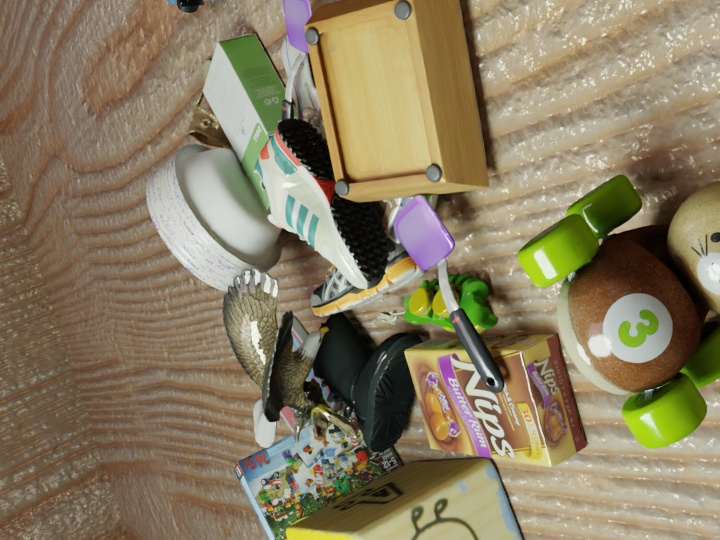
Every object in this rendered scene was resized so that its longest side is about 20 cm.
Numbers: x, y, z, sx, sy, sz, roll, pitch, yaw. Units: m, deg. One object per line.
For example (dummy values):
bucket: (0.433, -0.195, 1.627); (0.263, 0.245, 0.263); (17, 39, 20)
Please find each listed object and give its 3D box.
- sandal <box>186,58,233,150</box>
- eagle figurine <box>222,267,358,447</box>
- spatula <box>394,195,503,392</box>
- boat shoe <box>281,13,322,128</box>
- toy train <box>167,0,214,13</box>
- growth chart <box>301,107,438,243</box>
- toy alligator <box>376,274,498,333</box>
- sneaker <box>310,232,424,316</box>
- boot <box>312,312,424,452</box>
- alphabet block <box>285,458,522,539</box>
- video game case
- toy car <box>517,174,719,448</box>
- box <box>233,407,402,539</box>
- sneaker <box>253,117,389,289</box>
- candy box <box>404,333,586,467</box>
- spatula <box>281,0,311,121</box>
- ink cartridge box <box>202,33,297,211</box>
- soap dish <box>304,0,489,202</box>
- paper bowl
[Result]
sandal: (-0.217, -0.197, 1.258); (0.077, 0.069, 0.215); (-2, 105, 58)
eagle figurine: (-0.097, 0.112, 1.052); (0.150, 0.153, 0.201); (-8, 138, 31)
spatula: (0.088, 0.025, 0.838); (0.056, 0.020, 0.202); (-38, 69, 43)
boat shoe: (-0.031, -0.191, 0.972); (0.070, 0.070, 0.203); (-31, 74, 61)
toy train: (-0.226, -0.440, 1.128); (0.115, 0.085, 0.201); (63, 152, 29)
growth chart: (0.001, -0.093, 0.935); (0.198, 0.018, 0.147); (20, 114, 26)
toy alligator: (0.082, 0.031, 0.930); (0.199, 0.059, 0.055); (-2, 66, 58)
sneaker: (0.000, 0.000, 1.026); (0.199, 0.078, 0.078); (-29, 80, 49)
boot: (0.004, 0.112, 1.089); (0.163, 0.072, 0.200); (52, 144, 38)
alphabet block: (0.060, 0.346, 0.998); (0.196, 0.198, 0.198); (-28, 84, 59)
video game case: (-0.082, 0.188, 1.313); (0.143, 0.017, 0.202); (49, 143, 32)
toy car: (0.239, -0.004, 0.579); (0.165, 0.157, 0.199); (55, 136, 0)
box: (-0.046, 0.271, 1.124); (0.138, 0.198, 0.038); (57, 151, 19)
sneaker: (-0.047, -0.059, 0.930); (0.093, 0.070, 0.201); (-38, 82, 42)
candy box: (0.133, 0.130, 0.899); (0.199, 0.056, 0.119); (-10, 97, 58)
spatula: (-0.075, -0.204, 0.957); (0.056, 0.020, 0.203); (33, 124, 45)
ink cartridge box: (-0.132, -0.194, 1.134); (0.202, 0.059, 0.104); (61, 149, 14)
soap dish: (0.031, -0.166, 0.828); (0.155, 0.081, 0.203); (-2, 106, 36)
paper bowl: (-0.182, -0.082, 1.165); (0.104, 0.200, 0.203); (-35, 74, 23)
